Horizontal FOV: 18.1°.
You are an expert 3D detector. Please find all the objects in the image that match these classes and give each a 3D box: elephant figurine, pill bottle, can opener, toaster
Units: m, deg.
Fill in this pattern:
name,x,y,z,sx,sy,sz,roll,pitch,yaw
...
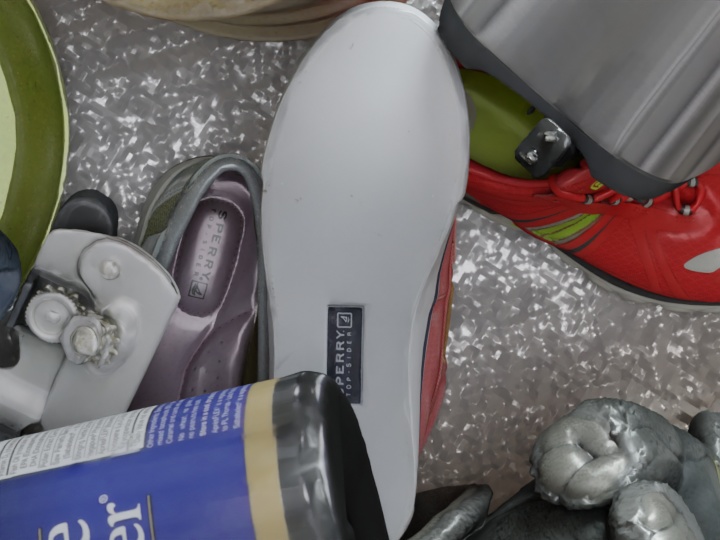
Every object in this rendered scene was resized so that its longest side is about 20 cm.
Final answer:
name,x,y,z,sx,sy,sz,roll,pitch,yaw
elephant figurine,0.044,0.134,0.829,0.200,0.155,0.142,-29,57,20
pill bottle,-0.093,0.107,0.744,0.199,0.112,0.112,-14,92,7
can opener,-0.123,0.070,0.826,0.052,0.066,0.201,25,104,-4
toaster,0.112,-0.112,0.776,0.114,0.200,0.129,41,117,7

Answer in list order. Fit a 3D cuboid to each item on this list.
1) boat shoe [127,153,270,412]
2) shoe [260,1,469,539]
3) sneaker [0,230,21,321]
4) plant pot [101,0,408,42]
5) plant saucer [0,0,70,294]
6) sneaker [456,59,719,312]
name,x,y,z,sx,sy,sz,roll,pitch,yaw
boat shoe,-0.067,0.056,0.839,0.074,0.065,0.203,13,88,-7
shoe,0.000,0.000,0.820,0.071,0.091,0.201,5,101,2
sneaker,-0.182,0.054,0.798,0.200,0.078,0.086,-38,129,20
plant pot,-0.045,-0.162,0.755,0.199,0.184,0.201,2,105,6
plant saucer,-0.208,-0.050,0.839,0.199,0.031,0.201,0,90,-8
sneaker,0.089,-0.035,0.849,0.199,0.085,0.077,18,89,-7
